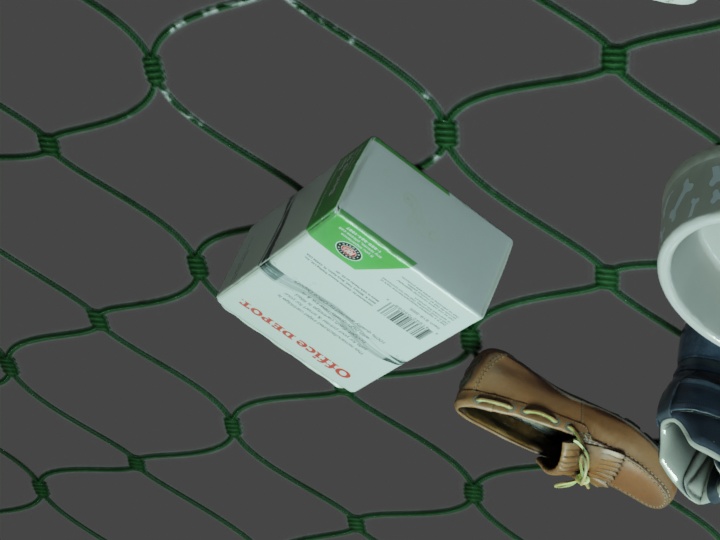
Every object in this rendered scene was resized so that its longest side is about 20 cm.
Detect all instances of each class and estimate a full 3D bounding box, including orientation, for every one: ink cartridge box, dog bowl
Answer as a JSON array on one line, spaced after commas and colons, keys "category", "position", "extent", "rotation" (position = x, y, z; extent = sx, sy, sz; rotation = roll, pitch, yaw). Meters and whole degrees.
[{"category": "ink cartridge box", "position": [0.000, 0.000, 1.772], "extent": [0.146, 0.083, 0.200], "rotation": [36, 145, -16]}, {"category": "dog bowl", "position": [0.300, -0.003, 1.592], "extent": [0.199, 0.059, 0.200], "rotation": [18, 147, 12]}]

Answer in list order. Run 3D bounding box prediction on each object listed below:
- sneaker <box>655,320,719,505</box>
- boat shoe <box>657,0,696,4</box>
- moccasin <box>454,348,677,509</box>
[{"category": "sneaker", "position": [0.311, 0.128, 1.689], "extent": [0.202, 0.147, 0.077], "rotation": [29, 146, -8]}, {"category": "boat shoe", "position": [0.123, -0.210, 1.415], "extent": [0.199, 0.072, 0.066], "rotation": [10, 141, 8]}, {"category": "moccasin", "position": [0.169, 0.142, 1.862], "extent": [0.201, 0.078, 0.074], "rotation": [33, 147, -12]}]
